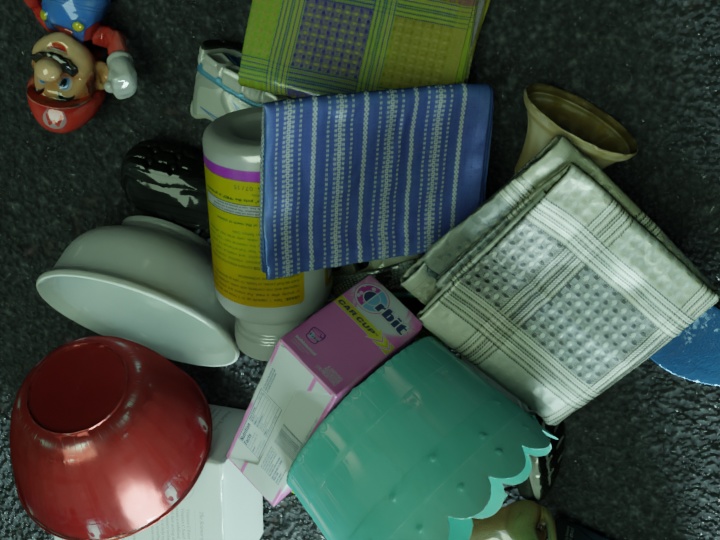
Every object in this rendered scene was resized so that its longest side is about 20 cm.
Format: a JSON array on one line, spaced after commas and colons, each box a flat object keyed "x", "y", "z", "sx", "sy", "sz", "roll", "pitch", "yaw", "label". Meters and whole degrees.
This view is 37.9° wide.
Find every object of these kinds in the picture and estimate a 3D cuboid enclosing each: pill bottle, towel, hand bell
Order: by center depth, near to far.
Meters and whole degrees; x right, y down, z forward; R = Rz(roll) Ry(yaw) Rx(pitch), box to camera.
[{"x": 0.016, "y": -0.071, "z": 0.829, "sx": 0.198, "sy": 0.024, "sz": 0.147, "roll": -9, "pitch": 119, "yaw": -24, "label": "towel"}, {"x": 0.156, "y": 0.018, "z": 0.846, "sx": 0.200, "sy": 0.035, "sz": 0.192, "roll": 40, "pitch": 118, "yaw": -13, "label": "towel"}, {"x": 0.004, "y": -0.201, "z": 0.876, "sx": 0.197, "sy": 0.023, "sz": 0.146, "roll": 12, "pitch": 87, "yaw": 9, "label": "towel"}, {"x": -0.075, "y": -0.027, "z": 0.884, "sx": 0.103, "sy": 0.104, "sz": 0.202, "roll": 7, "pitch": 119, "yaw": 13, "label": "pill bottle"}, {"x": 0.138, "y": -0.044, "z": 0.887, "sx": 0.103, "sy": 0.104, "sz": 0.201, "roll": 29, "pitch": 118, "yaw": 3, "label": "hand bell"}]

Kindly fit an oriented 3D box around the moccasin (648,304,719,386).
[{"x": 0.249, "y": 0.031, "z": 0.903, "sx": 0.198, "sy": 0.068, "sz": 0.081, "roll": 27, "pitch": 108, "yaw": 3, "label": "moccasin"}]

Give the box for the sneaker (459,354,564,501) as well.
[{"x": 0.136, "y": 0.119, "z": 0.975, "sx": 0.079, "sy": 0.074, "sz": 0.203, "roll": -7, "pitch": 104, "yaw": 30, "label": "sneaker"}]

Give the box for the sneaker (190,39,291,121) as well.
[{"x": -0.069, "y": -0.121, "z": 0.940, "sx": 0.199, "sy": 0.075, "sz": 0.087, "roll": 35, "pitch": 123, "yaw": 10, "label": "sneaker"}]

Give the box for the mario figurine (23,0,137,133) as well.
[{"x": -0.258, "y": -0.220, "z": 0.927, "sx": 0.123, "sy": 0.105, "sz": 0.202, "roll": 29, "pitch": 113, "yaw": 42, "label": "mario figurine"}]

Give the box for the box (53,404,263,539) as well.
[{"x": -0.211, "y": 0.222, "z": 1.089, "sx": 0.197, "sy": 0.106, "sz": 0.154, "roll": 7, "pitch": 112, "yaw": 14, "label": "box"}]

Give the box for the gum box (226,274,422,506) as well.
[{"x": -0.036, "y": 0.109, "z": 0.901, "sx": 0.066, "sy": 0.113, "sz": 0.201, "roll": 43, "pitch": 139, "yaw": 14, "label": "gum box"}]

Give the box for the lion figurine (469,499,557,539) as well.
[{"x": 0.116, "y": 0.246, "z": 0.981, "sx": 0.198, "sy": 0.123, "sz": 0.073, "roll": -4, "pitch": 129, "yaw": 28, "label": "lion figurine"}]

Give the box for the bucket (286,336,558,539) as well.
[{"x": 0.046, "y": 0.164, "z": 0.867, "sx": 0.135, "sy": 0.206, "sz": 0.208, "roll": 45, "pitch": 117, "yaw": 17, "label": "bucket"}]

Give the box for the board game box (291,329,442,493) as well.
[{"x": 0.005, "y": 0.143, "z": 1.027, "sx": 0.100, "sy": 0.048, "sz": 0.202, "roll": 19, "pitch": 115, "yaw": 8, "label": "board game box"}]

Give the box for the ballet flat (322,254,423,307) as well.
[{"x": 0.000, "y": 0.000, "z": 0.965, "sx": 0.198, "sy": 0.072, "sz": 0.073, "roll": -8, "pitch": 109, "yaw": 18, "label": "ballet flat"}]

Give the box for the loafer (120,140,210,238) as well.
[{"x": -0.128, "y": -0.062, "z": 0.981, "sx": 0.198, "sy": 0.068, "sz": 0.071, "roll": 17, "pitch": 135, "yaw": 5, "label": "loafer"}]

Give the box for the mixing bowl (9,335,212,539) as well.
[{"x": -0.245, "y": 0.137, "z": 0.977, "sx": 0.197, "sy": 0.202, "sz": 0.109, "roll": 7, "pitch": 144, "yaw": 14, "label": "mixing bowl"}]

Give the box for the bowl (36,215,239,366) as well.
[{"x": -0.194, "y": 0.011, "z": 0.989, "sx": 0.199, "sy": 0.091, "sz": 0.202, "roll": 16, "pitch": 159, "yaw": 6, "label": "bowl"}]

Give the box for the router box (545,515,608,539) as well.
[{"x": 0.223, "y": 0.334, "z": 0.952, "sx": 0.148, "sy": 0.200, "sz": 0.063, "roll": 24, "pitch": 120, "yaw": 5, "label": "router box"}]
